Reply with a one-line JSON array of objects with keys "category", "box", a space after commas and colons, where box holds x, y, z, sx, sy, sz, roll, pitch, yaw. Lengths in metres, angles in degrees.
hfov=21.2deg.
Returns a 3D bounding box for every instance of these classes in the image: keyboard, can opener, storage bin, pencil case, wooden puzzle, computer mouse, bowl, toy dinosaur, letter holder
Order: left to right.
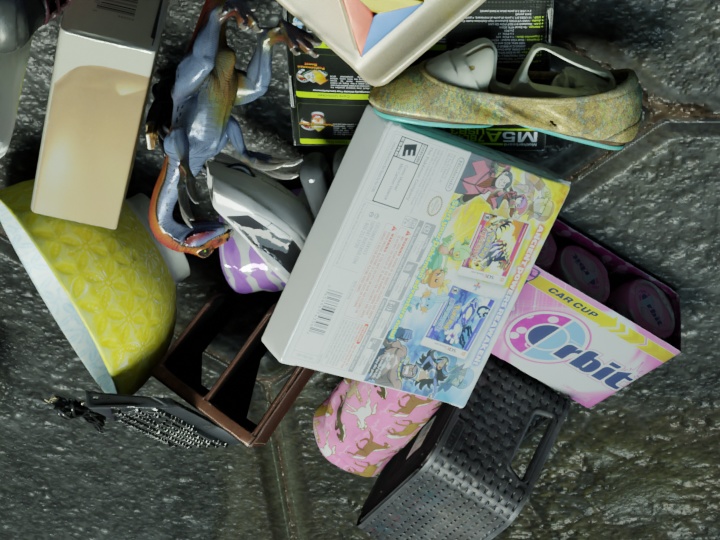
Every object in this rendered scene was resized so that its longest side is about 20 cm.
[{"category": "bowl", "box": [-0.204, -0.002, 1.573, 0.107, 0.200, 0.201, -31, 140, -14]}, {"category": "keyboard", "box": [-0.180, 0.124, 1.576, 0.126, 0.021, 0.200, 4, 167, 14]}, {"category": "toy dinosaur", "box": [-0.105, -0.108, 1.388, 0.105, 0.201, 0.182, 14, 127, -39]}, {"category": "computer mouse", "box": [-0.086, -0.064, 1.480, 0.044, 0.110, 0.200, -38, 111, 16]}, {"category": "letter holder", "box": [-0.086, 0.063, 1.621, 0.100, 0.142, 0.200, 36, 176, 3]}, {"category": "pencil case", "box": [-0.017, -0.029, 1.573, 0.198, 0.085, 0.085, -5, 166, 14]}, {"category": "can opener", "box": [0.000, 0.000, 1.492, 0.053, 0.067, 0.201, -9, 130, 13]}, {"category": "wooden puzzle", "box": [0.004, -0.236, 1.299, 0.185, 0.046, 0.200, -38, 114, 26]}, {"category": "pencil case", "box": [0.027, 0.104, 1.713, 0.082, 0.087, 0.200, 26, 137, -8]}, {"category": "storage bin", "box": [0.088, 0.172, 1.709, 0.093, 0.136, 0.200, 32, 148, -3]}]

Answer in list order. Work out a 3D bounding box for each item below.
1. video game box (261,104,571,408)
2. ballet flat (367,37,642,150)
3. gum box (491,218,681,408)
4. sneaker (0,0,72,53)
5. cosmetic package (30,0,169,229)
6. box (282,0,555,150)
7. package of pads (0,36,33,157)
[{"category": "video game box", "box": [0.044, -0.007, 1.461, 0.181, 0.047, 0.201, 17, 105, -33]}, {"category": "ballet flat", "box": [0.107, -0.134, 1.385, 0.198, 0.071, 0.071, 7, 140, -6]}, {"category": "gum box", "box": [0.160, 0.027, 1.622, 0.199, 0.066, 0.113, 29, 135, -26]}, {"category": "sneaker", "box": [-0.197, -0.209, 1.302, 0.115, 0.200, 0.076, -1, 123, -8]}, {"category": "cosmetic package", "box": [-0.194, -0.136, 1.443, 0.071, 0.106, 0.200, 13, 141, -7]}, {"category": "box", "box": [0.043, -0.170, 1.423, 0.198, 0.048, 0.194, 1, 142, 4]}, {"category": "package of pads", "box": [-0.305, -0.168, 1.342, 0.154, 0.201, 0.068, 34, 130, -30]}]
